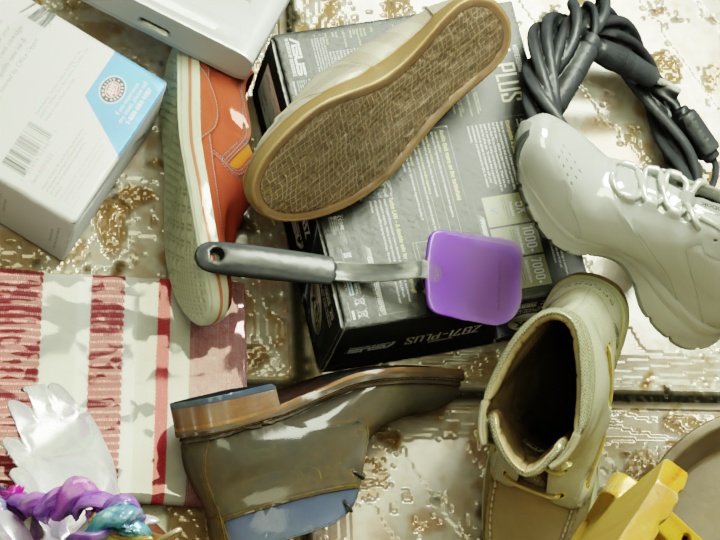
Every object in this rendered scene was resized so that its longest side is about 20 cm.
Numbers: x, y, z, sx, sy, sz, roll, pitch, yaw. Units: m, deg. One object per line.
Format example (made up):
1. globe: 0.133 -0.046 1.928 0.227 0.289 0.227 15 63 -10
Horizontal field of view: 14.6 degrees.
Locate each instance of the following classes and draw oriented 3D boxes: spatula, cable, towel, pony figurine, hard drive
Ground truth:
1. spatula: 0.000 0.000 1.675 0.199 0.021 0.057 3 70 -6
2. cable: 0.162 -0.096 1.768 0.200 0.051 0.164 -22 90 -57
3. towel: -0.168 0.072 1.710 0.199 0.023 0.145 4 69 -9
4. pony figurine: -0.199 0.157 1.579 0.166 0.200 0.193 5 40 -55
5. hard drive: -0.094 -0.222 1.805 0.132 0.027 0.200 26 51 -1

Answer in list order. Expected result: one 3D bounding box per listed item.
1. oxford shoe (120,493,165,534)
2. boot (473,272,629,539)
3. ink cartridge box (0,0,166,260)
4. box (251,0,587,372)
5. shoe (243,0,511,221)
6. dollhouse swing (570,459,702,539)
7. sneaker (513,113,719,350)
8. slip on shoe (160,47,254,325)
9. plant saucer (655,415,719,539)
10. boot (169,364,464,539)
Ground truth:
1. oxford shoe: -0.114 0.214 1.626 0.074 0.071 0.200 -47 55 6
2. boot: 0.103 0.107 1.646 0.072 0.155 0.201 16 101 10
3. ink cartridge box: -0.236 -0.112 1.741 0.200 0.067 0.116 32 67 1
4. box: 0.035 -0.054 1.762 0.163 0.086 0.201 -10 72 -14
5. shoe: 0.006 -0.098 1.704 0.200 0.053 0.070 -37 113 -17
6. dollhouse swing: 0.158 0.230 1.577 0.182 0.176 0.200 42 66 -13
7. sneaker: 0.171 -0.034 1.649 0.200 0.087 0.075 35 48 -28
8. slip on shoe: -0.089 -0.055 1.737 0.061 0.074 0.201 7 53 -15
9. plant saucer: 0.262 0.184 1.749 0.199 0.029 0.201 4 70 -10
10. boot: -0.020 0.111 1.704 0.199 0.075 0.097 -8 89 -29
